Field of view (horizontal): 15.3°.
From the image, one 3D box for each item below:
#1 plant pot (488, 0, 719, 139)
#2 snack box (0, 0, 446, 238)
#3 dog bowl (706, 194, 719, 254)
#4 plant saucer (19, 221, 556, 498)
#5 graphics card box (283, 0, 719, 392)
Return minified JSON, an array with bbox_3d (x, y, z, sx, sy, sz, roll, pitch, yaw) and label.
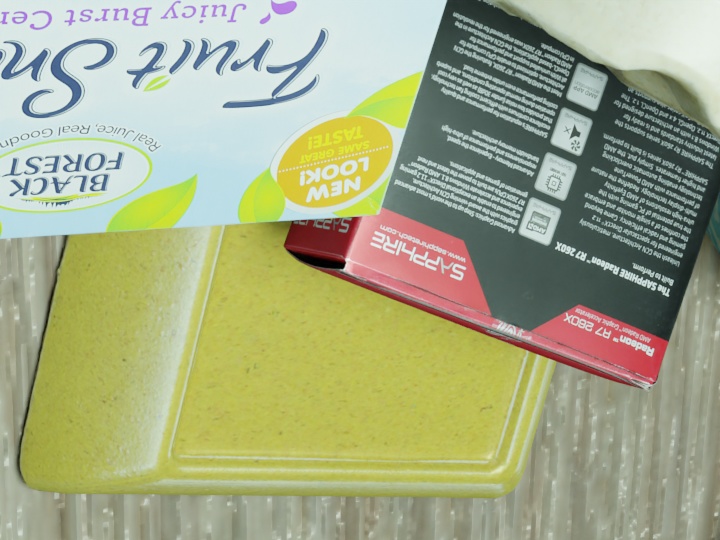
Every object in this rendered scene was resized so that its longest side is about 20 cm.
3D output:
[{"bbox_3d":[0.117,-0.135,0.757,0.200,0.200,0.184,27,98,-34],"label":"plant pot"},{"bbox_3d":[-0.075,-0.089,0.704,0.200,0.068,0.169,-3,134,-23],"label":"snack box"},{"bbox_3d":[0.202,-0.017,1.001,0.200,0.050,0.112,31,100,-35],"label":"dog bowl"},{"bbox_3d":[0.000,0.000,0.914,0.200,0.048,0.200,3,114,-27],"label":"plant saucer"},{"bbox_3d":[0.067,-0.076,0.860,0.125,0.051,0.200,21,87,-27],"label":"graphics card box"}]
